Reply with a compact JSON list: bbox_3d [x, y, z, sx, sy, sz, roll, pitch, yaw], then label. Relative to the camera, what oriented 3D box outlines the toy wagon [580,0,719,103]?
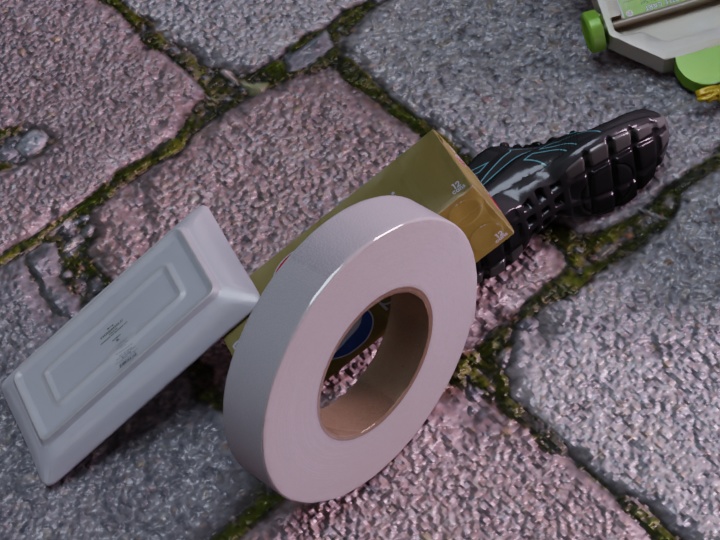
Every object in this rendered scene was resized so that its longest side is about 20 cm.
[{"bbox_3d":[0.241,-0.210,1.378,0.154,0.040,0.201,-16,69,-1],"label":"toy wagon"}]

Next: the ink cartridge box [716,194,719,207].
[{"bbox_3d":[0.356,-0.068,1.234,0.199,0.067,0.116,-21,50,-5],"label":"ink cartridge box"}]

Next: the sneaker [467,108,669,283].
[{"bbox_3d":[0.126,-0.070,1.283,0.199,0.076,0.079,-28,48,-11],"label":"sneaker"}]

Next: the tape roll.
[{"bbox_3d":[-0.003,0.051,1.130,0.037,0.203,0.203,30,63,33],"label":"tape roll"}]

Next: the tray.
[{"bbox_3d":[-0.165,0.047,1.238,0.200,0.022,0.108,-41,50,8],"label":"tray"}]

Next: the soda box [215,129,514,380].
[{"bbox_3d":[0.000,0.000,1.216,0.200,0.068,0.064,-39,49,7],"label":"soda box"}]
